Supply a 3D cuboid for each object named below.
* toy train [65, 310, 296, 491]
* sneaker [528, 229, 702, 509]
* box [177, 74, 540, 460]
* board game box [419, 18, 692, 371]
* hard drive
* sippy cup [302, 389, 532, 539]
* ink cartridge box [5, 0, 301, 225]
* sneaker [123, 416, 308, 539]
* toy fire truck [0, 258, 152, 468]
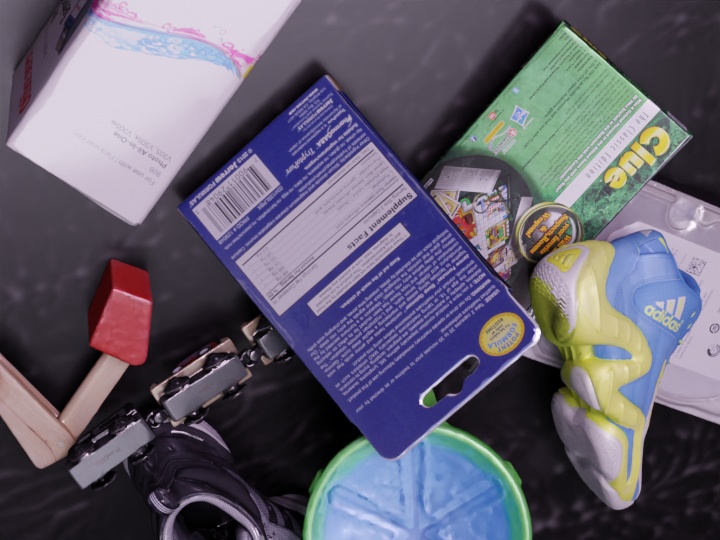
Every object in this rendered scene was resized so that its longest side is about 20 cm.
[{"bbox_3d":[-0.094,0.067,0.916,0.200,0.046,0.034,-35,107,-10],"label":"toy train"},{"bbox_3d":[0.172,0.059,0.926,0.105,0.076,0.200,-26,129,-12],"label":"sneaker"},{"bbox_3d":[0.000,0.000,0.876,0.121,0.032,0.200,-41,79,7],"label":"box"},{"bbox_3d":[0.094,-0.043,0.912,0.105,0.023,0.200,42,106,-2],"label":"board game box"},{"bbox_3d":[0.197,0.015,0.974,0.200,0.038,0.140,21,106,-17],"label":"hard drive"},{"bbox_3d":[0.036,0.156,0.937,0.140,0.130,0.178,32,91,2],"label":"sippy cup"},{"bbox_3d":[-0.099,-0.141,0.791,0.087,0.145,0.200,31,103,-20],"label":"ink cartridge box"},{"bbox_3d":[-0.070,0.179,0.945,0.075,0.114,0.200,-43,113,8],"label":"sneaker"},{"bbox_3d":[-0.218,0.079,0.911,0.141,0.049,0.200,16,109,-18],"label":"toy fire truck"}]
